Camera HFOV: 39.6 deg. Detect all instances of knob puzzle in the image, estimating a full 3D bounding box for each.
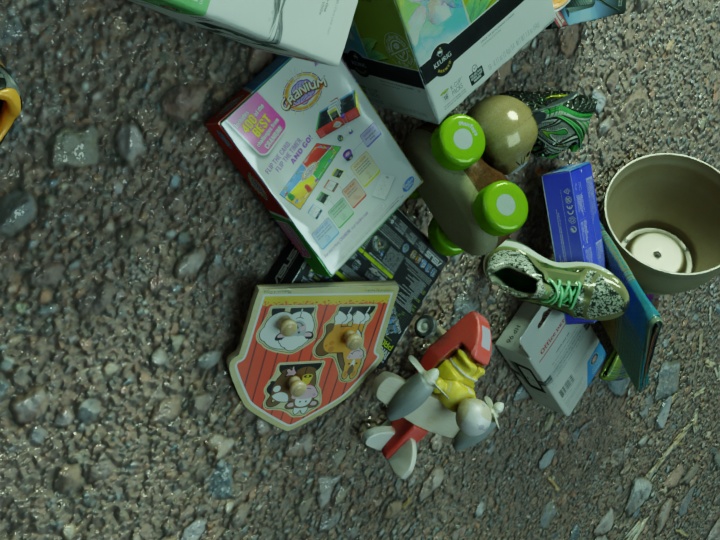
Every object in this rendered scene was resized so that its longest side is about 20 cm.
[{"bbox_3d":[-0.055,0.105,1.119,0.216,0.031,0.223,-16,131,-20],"label":"knob puzzle"}]

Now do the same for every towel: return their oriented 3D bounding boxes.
[{"bbox_3d":[0.360,0.045,1.386,0.021,0.202,0.148,-11,135,-6],"label":"towel"},{"bbox_3d":[0.418,0.101,1.545,0.199,0.022,0.146,2,108,-64],"label":"towel"}]

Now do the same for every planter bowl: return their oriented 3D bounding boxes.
[{"bbox_3d":[0.441,-0.047,1.451,0.200,0.199,0.136,-42,156,-20],"label":"planter bowl"}]

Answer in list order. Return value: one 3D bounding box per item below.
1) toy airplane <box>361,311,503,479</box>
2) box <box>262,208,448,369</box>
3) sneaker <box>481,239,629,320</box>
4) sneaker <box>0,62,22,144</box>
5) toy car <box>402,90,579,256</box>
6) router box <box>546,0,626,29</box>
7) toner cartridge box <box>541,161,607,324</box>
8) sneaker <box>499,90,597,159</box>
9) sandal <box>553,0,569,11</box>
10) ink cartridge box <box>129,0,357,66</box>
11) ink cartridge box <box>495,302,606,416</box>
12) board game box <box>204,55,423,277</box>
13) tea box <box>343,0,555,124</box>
[{"bbox_3d":[0.097,0.172,1.244,0.198,0.140,0.202,-27,128,-35],"label":"toy airplane"},{"bbox_3d":[0.000,0.000,1.156,0.199,0.044,0.162,39,81,-43],"label":"box"},{"bbox_3d":[0.242,0.026,1.273,0.089,0.197,0.078,-45,148,-64],"label":"sneaker"},{"bbox_3d":[-0.342,-0.085,0.791,0.078,0.077,0.202,39,81,-45],"label":"sneaker"},{"bbox_3d":[0.158,-0.130,1.124,0.199,0.164,0.159,-36,93,-19],"label":"toy car"},{"bbox_3d":[0.261,-0.404,1.215,0.148,0.062,0.204,-21,120,-36],"label":"router box"},{"bbox_3d":[0.292,-0.038,1.344,0.095,0.042,0.204,-23,104,-59],"label":"toner cartridge box"},{"bbox_3d":[0.230,-0.179,1.267,0.198,0.077,0.087,-8,113,-40],"label":"sneaker"},{"bbox_3d":[0.171,-0.371,1.107,0.079,0.059,0.207,-46,110,-8],"label":"sandal"},{"bbox_3d":[-0.118,-0.253,0.875,0.198,0.145,0.086,11,99,-43],"label":"ink cartridge box"},{"bbox_3d":[0.266,0.101,1.419,0.117,0.067,0.201,-53,133,-16],"label":"ink cartridge box"},{"bbox_3d":[-0.043,-0.120,1.034,0.153,0.040,0.201,-45,115,-19],"label":"board game box"},{"bbox_3d":[0.075,-0.300,1.040,0.200,0.133,0.198,-43,130,-20],"label":"tea box"}]
